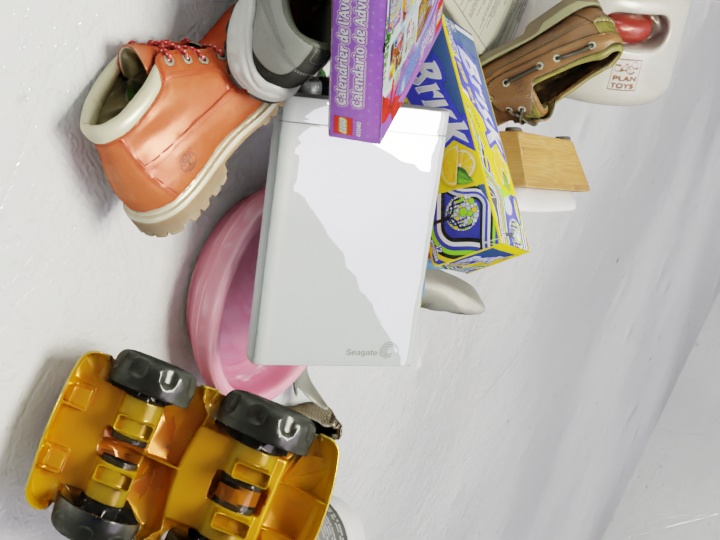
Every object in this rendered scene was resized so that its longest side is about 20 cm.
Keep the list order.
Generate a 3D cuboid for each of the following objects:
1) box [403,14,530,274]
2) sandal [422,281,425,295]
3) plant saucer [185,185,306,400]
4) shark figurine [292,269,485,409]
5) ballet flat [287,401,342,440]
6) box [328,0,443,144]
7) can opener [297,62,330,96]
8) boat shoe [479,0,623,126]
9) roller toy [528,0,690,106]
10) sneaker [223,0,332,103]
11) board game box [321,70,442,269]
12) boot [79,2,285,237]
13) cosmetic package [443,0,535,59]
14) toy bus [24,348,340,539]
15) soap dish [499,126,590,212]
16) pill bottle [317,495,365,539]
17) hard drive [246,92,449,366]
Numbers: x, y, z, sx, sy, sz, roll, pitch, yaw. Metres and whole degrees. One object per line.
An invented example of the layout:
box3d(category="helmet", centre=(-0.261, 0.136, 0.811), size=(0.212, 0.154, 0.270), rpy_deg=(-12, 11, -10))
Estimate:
box3d(category="box", centre=(0.077, -0.103, 0.964), size=(0.070, 0.064, 0.201), rpy_deg=(11, 62, -61))
box3d(category="sandal", centre=(0.000, 0.000, 0.981), size=(0.200, 0.079, 0.087), rpy_deg=(-7, 111, -63))
box3d(category="plant saucer", centre=(-0.080, 0.013, 0.975), size=(0.201, 0.051, 0.201), rpy_deg=(-44, 145, -43))
box3d(category="shark figurine", centre=(0.003, 0.029, 1.107), size=(0.214, 0.128, 0.090), rpy_deg=(-29, 164, -16))
box3d(category="ballet flat", centre=(-0.072, 0.159, 1.101), size=(0.200, 0.046, 0.068), rpy_deg=(2, 107, -63))
box3d(category="box", centre=(0.024, -0.193, 0.798), size=(0.200, 0.039, 0.137), rpy_deg=(-65, 161, -53))
box3d(category="can opener", centre=(-0.037, -0.132, 0.883), size=(0.052, 0.066, 0.201), rpy_deg=(-3, 105, -33))
box3d(category="boat shoe", centre=(0.144, -0.166, 1.058), size=(0.200, 0.068, 0.072), rpy_deg=(-38, 156, 25))
box3d(category="roller toy", centre=(0.255, -0.258, 1.274), size=(0.200, 0.182, 0.140), rpy_deg=(-30, 135, -53))
box3d(category="sneaker", centre=(-0.044, -0.216, 0.782), size=(0.074, 0.079, 0.201), rpy_deg=(7, 74, -41))
box3d(category="board game box", centre=(0.035, -0.102, 1.002), size=(0.153, 0.040, 0.201), rpy_deg=(0, 72, -63))
box3d(category="boot", centre=(-0.111, -0.132, 0.788), size=(0.200, 0.075, 0.107), rpy_deg=(-62, 141, -27))
box3d(category="cosmetic package", centre=(0.080, -0.258, 1.044), size=(0.104, 0.087, 0.200), rpy_deg=(-67, 153, -7))
box3d(category="toy bus", centre=(-0.132, 0.138, 0.872), size=(0.192, 0.199, 0.136), rpy_deg=(-167, -80, -80))
box3d(category="soap dish", centre=(0.131, -0.101, 1.196), size=(0.200, 0.157, 0.082), rpy_deg=(-4, 96, -62))
box3d(category="pill bottle", centre=(-0.077, 0.263, 1.090), size=(0.200, 0.114, 0.114), rpy_deg=(16, 95, -64))
box3d(category="hard drive", centre=(-0.010, -0.027, 0.875), size=(0.131, 0.027, 0.201), rpy_deg=(2, 104, -23))
